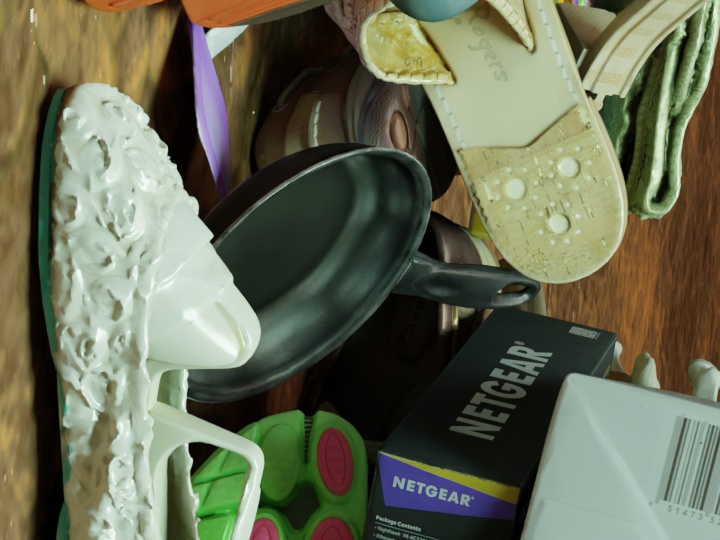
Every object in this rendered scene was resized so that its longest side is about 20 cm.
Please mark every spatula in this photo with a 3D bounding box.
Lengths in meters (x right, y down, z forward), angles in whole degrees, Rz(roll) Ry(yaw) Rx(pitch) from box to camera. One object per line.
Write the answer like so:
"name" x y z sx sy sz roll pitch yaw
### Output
"spatula" -0.038 -0.104 0.982 0.057 0.021 0.200 76 22 -47

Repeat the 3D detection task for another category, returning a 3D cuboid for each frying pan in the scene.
"frying pan" 0.003 -0.012 0.967 0.190 0.031 0.115 -21 145 -37

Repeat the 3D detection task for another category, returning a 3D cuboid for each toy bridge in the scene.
"toy bridge" 0.119 -0.136 0.943 0.200 0.027 0.067 -66 -150 32

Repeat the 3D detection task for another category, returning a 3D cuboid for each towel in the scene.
"towel" 0.112 -0.110 1.126 0.200 0.036 0.148 -112 -146 -69

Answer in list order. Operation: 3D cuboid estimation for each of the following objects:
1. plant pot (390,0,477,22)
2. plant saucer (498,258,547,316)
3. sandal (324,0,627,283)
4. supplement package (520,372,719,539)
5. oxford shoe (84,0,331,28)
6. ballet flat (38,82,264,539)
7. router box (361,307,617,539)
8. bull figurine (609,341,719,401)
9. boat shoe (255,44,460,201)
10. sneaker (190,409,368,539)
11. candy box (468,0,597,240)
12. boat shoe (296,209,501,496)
"plant pot" 0.028 -0.183 0.752 0.196 0.196 0.200 -39 166 -7
"plant saucer" 0.057 0.090 1.331 0.200 0.029 0.200 -174 -90 -84
"sandal" 0.030 -0.091 0.950 0.212 0.078 0.070 61 11 -1
"supplement package" 0.124 0.107 0.951 0.200 0.121 0.120 19 85 -79
"oxford shoe" -0.054 -0.122 0.848 0.200 0.071 0.073 9 63 -80
"ballet flat" -0.061 0.041 0.839 0.072 0.072 0.200 -41 133 -72
"router box" 0.039 0.114 0.994 0.200 0.052 0.157 -44 146 -70
"bull figurine" 0.069 0.099 1.156 0.065 0.200 0.121 41 48 -27
"boat shoe" 0.013 -0.065 1.111 0.200 0.072 0.076 -20 100 -70
"sneaker" -0.041 0.143 0.968 0.084 0.077 0.200 -45 148 -80
"candy box" 0.076 -0.109 1.064 0.102 0.026 0.200 0 99 -80
"boat shoe" 0.000 0.071 1.052 0.072 0.072 0.200 40 71 -75
